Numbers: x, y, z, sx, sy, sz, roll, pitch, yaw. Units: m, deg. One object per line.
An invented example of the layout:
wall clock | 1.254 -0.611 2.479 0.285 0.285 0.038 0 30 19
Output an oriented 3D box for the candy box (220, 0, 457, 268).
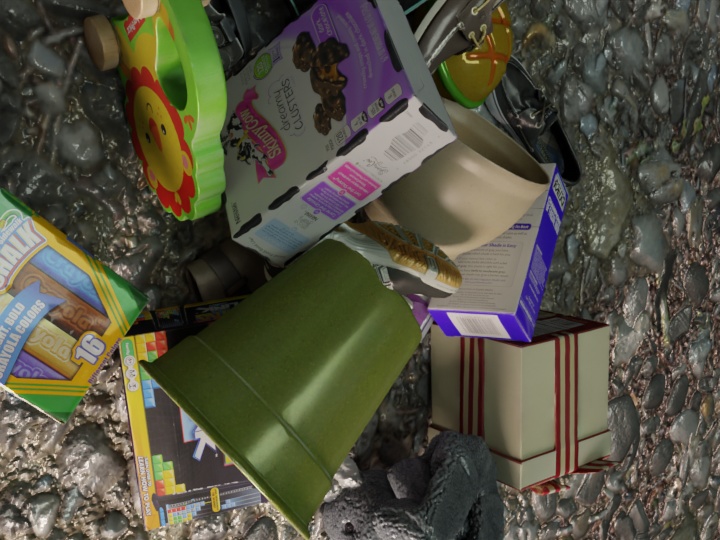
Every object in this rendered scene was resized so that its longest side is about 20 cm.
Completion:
candy box | -0.035 -0.131 0.765 0.198 0.170 0.071 -35 143 22

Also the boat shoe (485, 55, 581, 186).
boat shoe | 0.215 -0.179 1.080 0.070 0.066 0.202 -44 121 -21

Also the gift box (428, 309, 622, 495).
gift box | 0.205 0.155 1.067 0.196 0.183 0.192 -6 100 -31

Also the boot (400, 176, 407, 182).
boot | -0.004 -0.102 0.854 0.072 0.199 0.077 -12 112 -23

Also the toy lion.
toy lion | -0.158 -0.142 0.741 0.068 0.199 0.196 -22 93 -29

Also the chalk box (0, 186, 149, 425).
chalk box | -0.296 0.007 0.708 0.200 0.124 0.125 44 74 -34

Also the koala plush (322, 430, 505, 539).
koala plush | 0.043 0.269 0.974 0.179 0.196 0.185 59 38 -28

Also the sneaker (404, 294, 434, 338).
sneaker | 0.012 0.053 0.949 0.200 0.072 0.115 -45 147 -21

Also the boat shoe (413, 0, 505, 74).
boat shoe | 0.108 -0.253 0.865 0.059 0.072 0.202 35 75 1

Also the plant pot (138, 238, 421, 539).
plant pot | -0.051 0.081 0.744 0.190 0.199 0.201 -45 121 -13

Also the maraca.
maraca | 0.114 -0.273 0.970 0.137 0.105 0.204 40 51 -46

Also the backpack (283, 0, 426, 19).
backpack | 0.007 -0.324 0.824 0.197 0.154 0.177 -26 118 15

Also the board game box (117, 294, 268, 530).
board game box | -0.140 0.133 0.849 0.161 0.057 0.205 -9 111 -15

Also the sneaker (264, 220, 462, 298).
sneaker | 0.000 0.000 0.862 0.196 0.076 0.089 16 114 -13

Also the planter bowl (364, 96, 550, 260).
planter bowl | 0.083 -0.095 0.941 0.197 0.201 0.136 17 117 -37

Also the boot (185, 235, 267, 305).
boot | -0.104 -0.020 0.880 0.144 0.070 0.205 -19 105 -25

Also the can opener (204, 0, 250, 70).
can opener | -0.162 -0.279 0.806 0.203 0.052 0.067 64 32 -26

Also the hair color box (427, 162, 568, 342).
hair color box | 0.159 -0.023 1.004 0.065 0.107 0.203 49 52 -46
